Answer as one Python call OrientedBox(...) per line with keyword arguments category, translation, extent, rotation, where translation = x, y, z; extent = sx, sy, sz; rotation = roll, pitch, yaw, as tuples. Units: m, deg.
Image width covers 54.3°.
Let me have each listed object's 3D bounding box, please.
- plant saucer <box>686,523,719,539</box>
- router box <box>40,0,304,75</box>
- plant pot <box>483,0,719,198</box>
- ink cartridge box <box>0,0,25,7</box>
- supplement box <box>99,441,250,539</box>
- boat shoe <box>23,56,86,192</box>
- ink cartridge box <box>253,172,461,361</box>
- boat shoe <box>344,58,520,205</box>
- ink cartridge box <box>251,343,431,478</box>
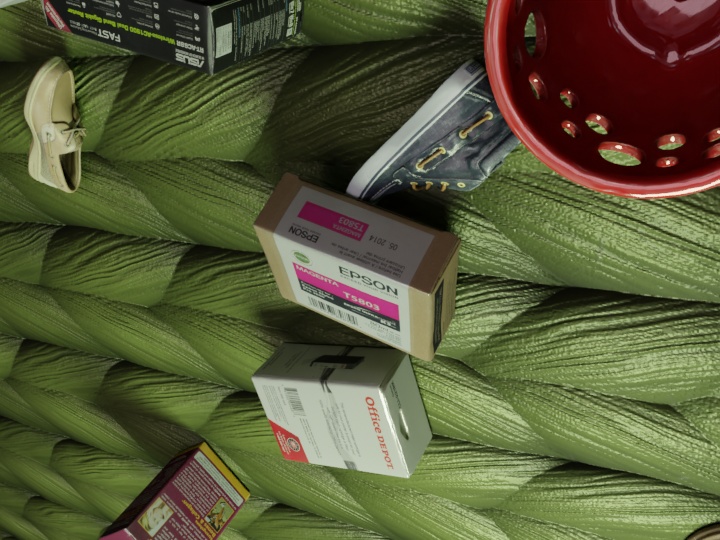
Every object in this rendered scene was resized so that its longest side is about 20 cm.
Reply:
OrientedBox(category="plant saucer", translation=(0.459, 0.362, 0.782), extent=(0.200, 0.029, 0.201), rotation=(17, 128, 23))
OrientedBox(category="router box", translation=(-0.176, -0.258, 0.668), extent=(0.200, 0.150, 0.062), rotation=(21, 129, 19))
OrientedBox(category="plant pot", translation=(0.203, -0.174, 0.470), extent=(0.200, 0.183, 0.201), rotation=(16, 128, 21))
OrientedBox(category="ink cartridge box", translation=(-0.371, -0.399, 0.737), extent=(0.145, 0.083, 0.200), rotation=(-3, 118, 32))
OrientedBox(category="supplement box", translation=(-0.301, 0.405, 1.161), extent=(0.103, 0.200, 0.131), rotation=(-31, 101, 41))
OrientedBox(category="boat shoe", translation=(-0.385, -0.182, 0.906), extent=(0.065, 0.072, 0.200), rotation=(29, 134, 0))
OrientedBox(category="ink cartridge box", translation=(0.000, 0.000, 0.748), extent=(0.200, 0.075, 0.165), rotation=(22, 156, 18))
OrientedBox(category="boat shoe", translation=(0.068, -0.101, 0.677), extent=(0.091, 0.071, 0.200), rotation=(48, 130, -1))
OrientedBox(category="ink cartridge box", translation=(-0.022, 0.178, 0.914), extent=(0.200, 0.084, 0.145), rotation=(0, 119, 33))
